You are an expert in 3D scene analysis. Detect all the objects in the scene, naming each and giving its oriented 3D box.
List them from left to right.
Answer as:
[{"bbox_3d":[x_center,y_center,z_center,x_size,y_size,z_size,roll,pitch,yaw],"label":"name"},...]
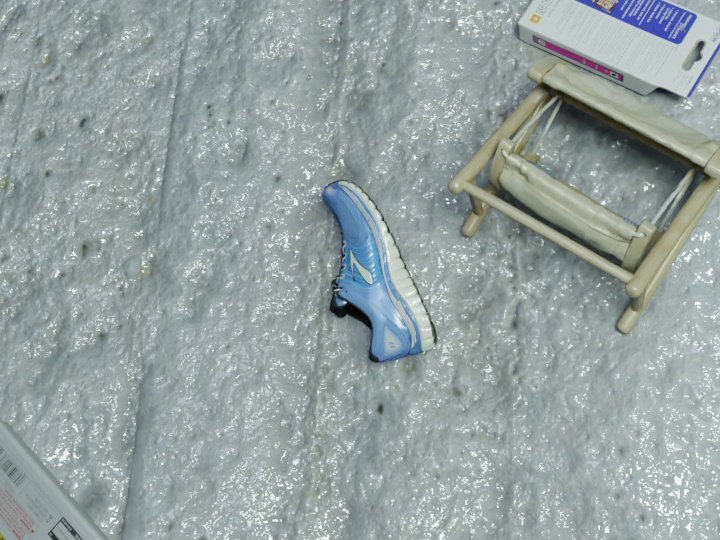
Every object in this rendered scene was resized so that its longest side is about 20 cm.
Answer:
[{"bbox_3d":[-0.371,0.287,0.908,0.200,0.023,0.182,40,84,20],"label":"video game case"},{"bbox_3d":[0.000,0.000,0.891,0.089,0.079,0.201,-25,69,1],"label":"sneaker"},{"bbox_3d":[0.223,-0.087,0.843,0.198,0.130,0.201,32,81,21],"label":"swing bench"},{"bbox_3d":[0.273,-0.250,0.936,0.199,0.037,0.095,30,80,22],"label":"ink cartridge box"}]
